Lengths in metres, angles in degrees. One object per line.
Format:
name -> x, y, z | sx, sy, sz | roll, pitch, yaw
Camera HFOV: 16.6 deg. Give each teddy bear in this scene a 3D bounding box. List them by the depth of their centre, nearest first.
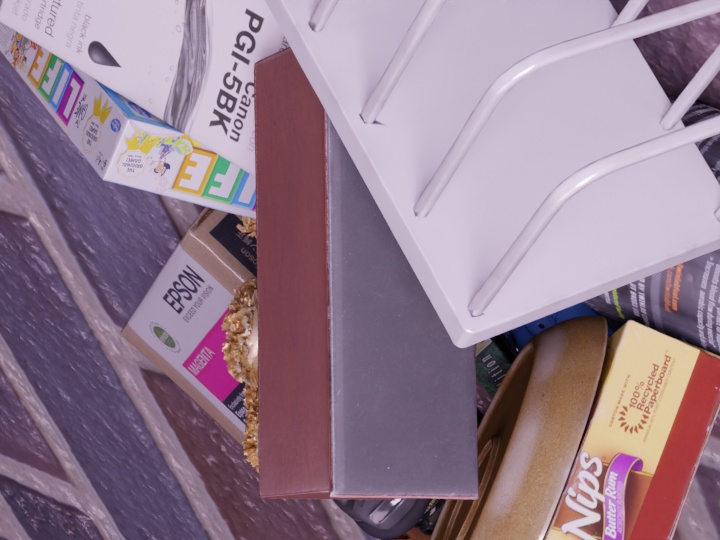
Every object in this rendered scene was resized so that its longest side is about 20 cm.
teddy bear -> -0.040, 0.037, 1.307 | 0.067, 0.200, 0.145 | -14, 121, 15

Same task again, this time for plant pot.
plant pot -> 0.058, 0.108, 1.104 | 0.027, 0.200, 0.200 | 24, 153, -3

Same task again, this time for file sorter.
file sorter -> 0.068, -0.102, 0.979 | 0.200, 0.138, 0.125 | 61, 152, 18

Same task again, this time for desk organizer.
desk organizer -> 0.000, 0.000, 1.072 | 0.077, 0.072, 0.201 | -14, 75, 61

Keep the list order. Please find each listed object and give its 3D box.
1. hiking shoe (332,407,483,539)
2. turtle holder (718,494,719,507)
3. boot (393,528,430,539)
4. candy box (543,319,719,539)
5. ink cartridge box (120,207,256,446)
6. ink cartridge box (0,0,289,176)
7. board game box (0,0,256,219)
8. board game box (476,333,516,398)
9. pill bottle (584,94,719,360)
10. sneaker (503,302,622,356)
hiking shoe -> 0.045, 0.100, 1.256 | 0.101, 0.076, 0.200 | 40, -166, -3
turtle holder -> 0.265, 0.154, 1.197 | 0.132, 0.141, 0.185 | 37, 117, -22
boot -> 0.043, 0.164, 1.467 | 0.077, 0.155, 0.200 | 47, 155, -9
candy box -> 0.103, 0.103, 1.132 | 0.056, 0.117, 0.200 | 24, 165, -4
ink cartridge box -> -0.048, 0.040, 1.506 | 0.165, 0.075, 0.200 | 42, 155, 1
ink cartridge box -> -0.058, -0.143, 1.171 | 0.200, 0.083, 0.147 | 31, 118, 22
board game box -> -0.102, -0.088, 1.272 | 0.134, 0.034, 0.200 | 14, -160, -32
board game box -> 0.080, 0.054, 1.309 | 0.200, 0.023, 0.105 | 52, -173, -37
pill bottle -> 0.198, 0.003, 1.068 | 0.200, 0.106, 0.106 | 25, 148, 32
sneaker -> 0.091, 0.006, 1.258 | 0.200, 0.078, 0.066 | 41, 156, 9
